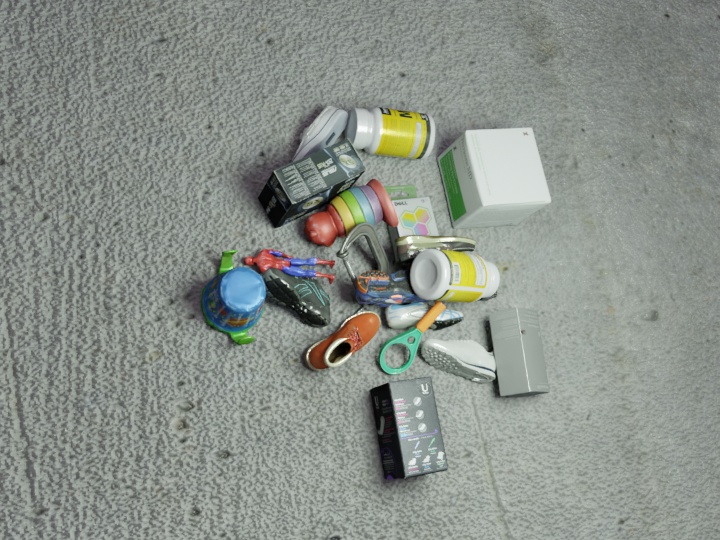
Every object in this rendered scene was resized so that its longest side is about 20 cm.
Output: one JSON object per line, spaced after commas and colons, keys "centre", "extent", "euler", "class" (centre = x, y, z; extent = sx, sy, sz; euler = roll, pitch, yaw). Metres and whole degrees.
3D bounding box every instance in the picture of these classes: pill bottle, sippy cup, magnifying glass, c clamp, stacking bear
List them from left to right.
{"centre": [-0.257, 0.054, 1.555], "extent": [0.178, 0.130, 0.140], "euler": [45, 64, -2], "class": "sippy cup"}
{"centre": [-0.033, -0.121, 1.707], "extent": [0.199, 0.121, 0.114], "euler": [-27, 115, -13], "class": "stacking bear"}
{"centre": [0.000, 0.000, 1.672], "extent": [0.171, 0.027, 0.201], "euler": [-37, 125, -29], "class": "c clamp"}
{"centre": [0.070, -0.334, 1.804], "extent": [0.199, 0.114, 0.115], "euler": [3, 73, -20], "class": "pill bottle"}
{"centre": [0.119, 0.150, 1.680], "extent": [0.080, 0.022, 0.200], "euler": [40, 91, -19], "class": "magnifying glass"}
{"centre": [0.216, 0.014, 1.666], "extent": [0.199, 0.112, 0.113], "euler": [6, 71, -40], "class": "pill bottle"}

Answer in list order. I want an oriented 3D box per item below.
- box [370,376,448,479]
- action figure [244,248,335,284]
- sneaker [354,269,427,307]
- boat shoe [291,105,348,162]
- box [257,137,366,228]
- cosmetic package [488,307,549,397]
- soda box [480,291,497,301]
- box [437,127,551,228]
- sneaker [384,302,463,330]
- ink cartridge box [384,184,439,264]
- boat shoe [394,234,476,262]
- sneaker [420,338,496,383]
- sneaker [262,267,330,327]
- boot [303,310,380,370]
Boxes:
{"centre": [0.103, 0.341, 1.610], "extent": [0.106, 0.122, 0.201], "euler": [-5, 76, -21], "class": "box"}
{"centre": [-0.159, -0.008, 1.657], "extent": [0.199, 0.052, 0.066], "euler": [10, 65, -13], "class": "action figure"}
{"centre": [0.073, 0.045, 1.675], "extent": [0.199, 0.079, 0.076], "euler": [7, 53, -24], "class": "sneaker"}
{"centre": [-0.109, -0.308, 1.762], "extent": [0.065, 0.074, 0.200], "euler": [30, 68, 23], "class": "boat shoe"}
{"centre": [-0.110, -0.193, 1.667], "extent": [0.199, 0.164, 0.086], "euler": [-28, 85, -26], "class": "box"}
{"centre": [0.374, 0.195, 1.760], "extent": [0.107, 0.090, 0.201], "euler": [9, 67, -49], "class": "cosmetic package"}
{"centre": [0.226, 0.023, 1.784], "extent": [0.199, 0.063, 0.071], "euler": [9, 71, -18], "class": "soda box"}
{"centre": [0.326, -0.225, 1.836], "extent": [0.199, 0.171, 0.200], "euler": [-6, 76, -22], "class": "box"}
{"centre": [0.151, 0.098, 1.732], "extent": [0.199, 0.072, 0.073], "euler": [4, 66, -23], "class": "sneaker"}
{"centre": [0.120, -0.120, 1.788], "extent": [0.103, 0.059, 0.201], "euler": [-7, 77, -22], "class": "ink cartridge box"}
{"centre": [0.173, -0.045, 1.719], "extent": [0.200, 0.072, 0.066], "euler": [1, 85, -22], "class": "boat shoe"}
{"centre": [0.228, 0.194, 1.736], "extent": [0.199, 0.076, 0.081], "euler": [25, 59, -20], "class": "sneaker"}
{"centre": [-0.136, 0.046, 1.620], "extent": [0.200, 0.075, 0.080], "euler": [43, 47, -37], "class": "sneaker"}
{"centre": [-0.020, 0.153, 1.625], "extent": [0.200, 0.107, 0.075], "euler": [-35, 99, -27], "class": "boot"}
